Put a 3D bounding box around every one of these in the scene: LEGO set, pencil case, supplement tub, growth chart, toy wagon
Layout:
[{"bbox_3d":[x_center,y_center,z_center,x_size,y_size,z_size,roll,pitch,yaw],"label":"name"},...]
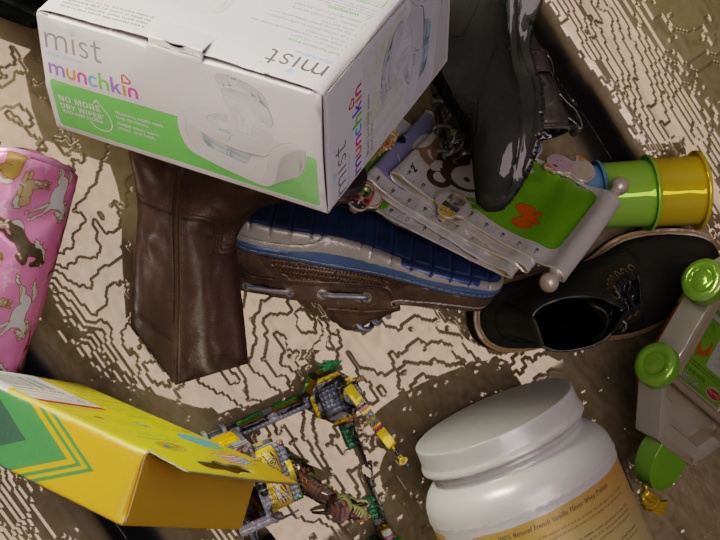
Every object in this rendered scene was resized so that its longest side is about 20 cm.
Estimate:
[{"bbox_3d":[-0.030,0.169,1.205,0.153,0.116,0.201,-13,96,-12],"label":"LEGO set"},{"bbox_3d":[-0.257,0.013,1.167,0.086,0.083,0.201,16,90,0],"label":"pencil case"},{"bbox_3d":[0.132,0.193,1.229,0.144,0.144,0.201,-25,98,-10],"label":"supplement tub"},{"bbox_3d":[0.081,-0.060,1.217,0.199,0.018,0.145,23,51,9],"label":"growth chart"},{"bbox_3d":[0.249,0.083,1.267,0.155,0.039,0.201,35,84,-49],"label":"toy wagon"}]

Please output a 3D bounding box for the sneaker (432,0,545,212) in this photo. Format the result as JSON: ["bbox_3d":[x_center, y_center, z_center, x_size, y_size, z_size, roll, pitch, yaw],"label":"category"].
[{"bbox_3d":[0.076,-0.136,1.160,0.090,0.076,0.201,3,72,-9],"label":"sneaker"}]

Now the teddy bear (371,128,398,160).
[{"bbox_3d":[-0.063,-0.118,1.190,0.199,0.067,0.146,-19,63,7],"label":"teddy bear"}]

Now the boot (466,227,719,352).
[{"bbox_3d":[0.190,0.022,1.238,0.199,0.138,0.078,-20,96,-12],"label":"boot"}]

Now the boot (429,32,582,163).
[{"bbox_3d":[0.053,-0.162,1.214,0.199,0.069,0.175,-5,78,-14],"label":"boot"}]

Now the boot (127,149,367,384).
[{"bbox_3d":[-0.079,-0.003,1.145,0.064,0.186,0.201,-31,133,-47],"label":"boot"}]

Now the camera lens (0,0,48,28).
[{"bbox_3d":[-0.208,-0.267,1.124,0.159,0.160,0.201,21,88,-13],"label":"camera lens"}]

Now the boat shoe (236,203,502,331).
[{"bbox_3d":[0.000,0.000,1.223,0.199,0.072,0.073,14,121,2],"label":"boat shoe"}]

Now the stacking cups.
[{"bbox_3d":[0.157,-0.058,1.267,0.198,0.060,0.061,-1,93,-12],"label":"stacking cups"}]

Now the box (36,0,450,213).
[{"bbox_3d":[-0.068,-0.148,1.074,0.199,0.097,0.177,18,47,19],"label":"box"}]

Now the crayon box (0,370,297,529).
[{"bbox_3d":[-0.156,0.120,1.107,0.127,0.199,0.051,17,91,-57],"label":"crayon box"}]
